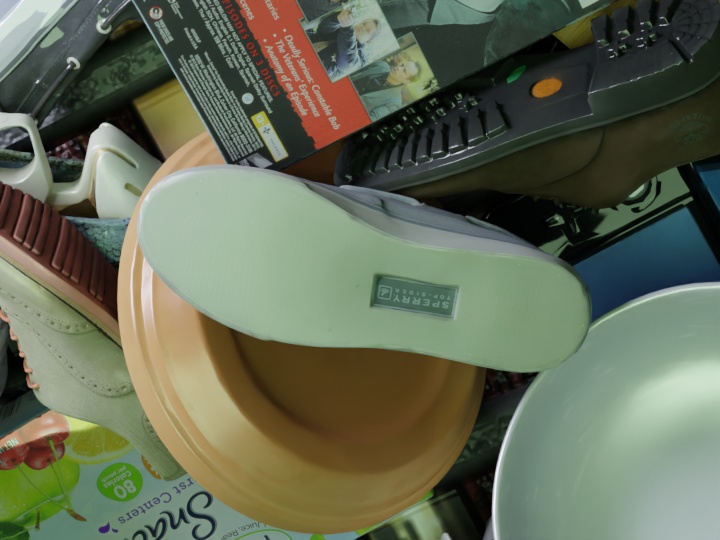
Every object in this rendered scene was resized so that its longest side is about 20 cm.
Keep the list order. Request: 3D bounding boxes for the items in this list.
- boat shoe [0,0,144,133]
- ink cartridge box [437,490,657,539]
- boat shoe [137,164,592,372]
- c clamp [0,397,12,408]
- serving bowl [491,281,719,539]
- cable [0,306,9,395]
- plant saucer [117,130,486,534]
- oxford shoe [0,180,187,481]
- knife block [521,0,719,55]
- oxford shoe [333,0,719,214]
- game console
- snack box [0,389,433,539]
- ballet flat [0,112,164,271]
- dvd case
[{"bbox_3d":[-0.111,-0.139,0.979,0.200,0.070,0.066,-42,114,13],"label":"boat shoe"},{"bbox_3d":[0.117,0.193,0.984,0.199,0.129,0.126,21,73,2],"label":"ink cartridge box"},{"bbox_3d":[0.001,-0.001,0.900,0.200,0.072,0.070,14,98,-5],"label":"boat shoe"},{"bbox_3d":[-0.203,0.091,1.078,0.199,0.027,0.172,11,107,3],"label":"c clamp"},{"bbox_3d":[0.160,0.110,0.900,0.199,0.066,0.201,-3,73,11],"label":"serving bowl"},{"bbox_3d":[-0.268,0.035,0.980,0.199,0.200,0.069,4,118,6],"label":"cable"},{"bbox_3d":[-0.017,0.020,0.950,0.200,0.200,0.037,56,144,-9],"label":"plant saucer"},{"bbox_3d":[-0.140,0.026,0.944,0.200,0.071,0.074,39,107,-11],"label":"oxford shoe"},{"bbox_3d":[0.092,-0.153,0.921,0.175,0.064,0.201,-2,122,9],"label":"knife block"},{"bbox_3d":[0.080,-0.053,0.907,0.199,0.073,0.085,-11,132,30],"label":"oxford shoe"},{"bbox_3d":[0.168,0.033,0.957,0.172,0.119,0.200,-28,100,12],"label":"game console"},{"bbox_3d":[-0.084,0.097,1.031,0.200,0.053,0.142,-30,109,10],"label":"snack box"},{"bbox_3d":[-0.147,-0.040,0.988,0.199,0.074,0.075,4,107,-11],"label":"ballet flat"},{"bbox_3d":[0.004,-0.138,0.867,0.199,0.022,0.146,-26,116,8],"label":"dvd case"}]
